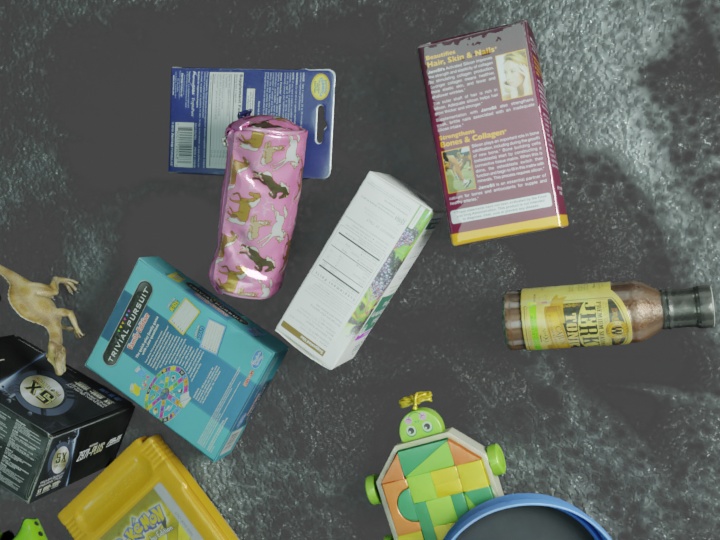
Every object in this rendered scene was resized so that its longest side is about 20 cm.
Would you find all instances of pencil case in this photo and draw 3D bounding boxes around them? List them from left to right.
[{"bbox_3d":[-0.112,-0.066,0.924,0.086,0.083,0.201,15,114,12],"label":"pencil case"}]

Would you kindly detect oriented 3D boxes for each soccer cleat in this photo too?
[{"bbox_3d":[-0.474,0.384,1.102,0.199,0.067,0.081,-31,66,16],"label":"soccer cleat"}]

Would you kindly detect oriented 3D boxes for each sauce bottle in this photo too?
[{"bbox_3d":[0.241,0.042,0.848,0.199,0.065,0.065,-7,91,19],"label":"sauce bottle"}]

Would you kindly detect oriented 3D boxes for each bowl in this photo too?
[{"bbox_3d":[0.167,0.319,0.872,0.199,0.039,0.202,0,102,1],"label":"bowl"}]

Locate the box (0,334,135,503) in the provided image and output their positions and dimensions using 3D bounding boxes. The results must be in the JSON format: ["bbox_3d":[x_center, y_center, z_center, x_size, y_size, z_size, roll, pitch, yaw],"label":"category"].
[{"bbox_3d":[-0.398,0.164,1.007,0.199,0.164,0.086,26,101,15],"label":"box"}]

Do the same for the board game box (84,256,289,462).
[{"bbox_3d":[-0.203,0.100,1.002,0.200,0.047,0.151,33,102,14],"label":"board game box"}]

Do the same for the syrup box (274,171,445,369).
[{"bbox_3d":[0.000,0.000,0.915,0.081,0.079,0.201,34,102,13],"label":"syrup box"}]

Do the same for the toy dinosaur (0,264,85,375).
[{"bbox_3d":[-0.390,0.031,1.029,0.058,0.101,0.200,-45,80,15],"label":"toy dinosaur"}]

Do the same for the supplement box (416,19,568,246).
[{"bbox_3d":[0.134,-0.132,0.861,0.110,0.086,0.201,-10,90,18],"label":"supplement box"}]

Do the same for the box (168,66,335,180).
[{"bbox_3d":[-0.120,-0.165,0.969,0.199,0.032,0.122,5,95,18],"label":"box"}]

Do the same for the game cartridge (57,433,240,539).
[{"bbox_3d":[-0.252,0.322,1.039,0.176,0.032,0.200,-43,81,15],"label":"game cartridge"}]

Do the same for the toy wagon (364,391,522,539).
[{"bbox_3d":[0.081,0.231,0.922,0.154,0.040,0.201,-18,88,17],"label":"toy wagon"}]
